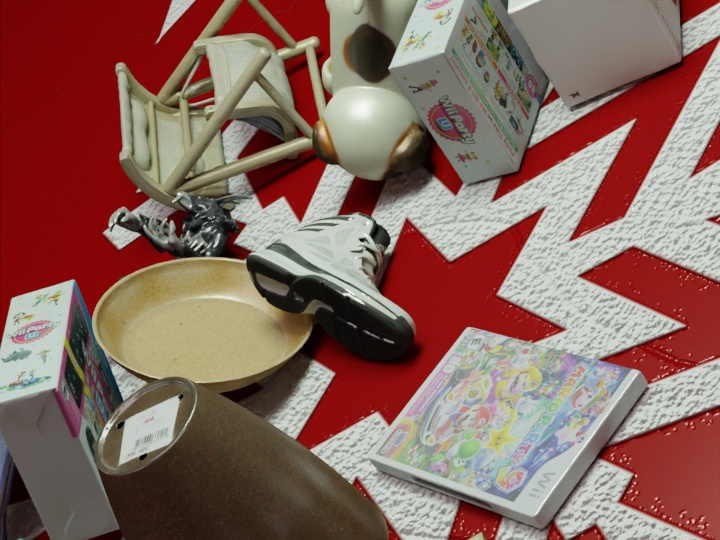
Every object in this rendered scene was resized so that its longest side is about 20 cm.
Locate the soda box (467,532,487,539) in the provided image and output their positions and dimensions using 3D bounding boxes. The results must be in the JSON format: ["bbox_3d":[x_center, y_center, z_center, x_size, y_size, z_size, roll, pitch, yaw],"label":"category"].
[{"bbox_3d":[0.085,0.273,1.332,0.067,0.064,0.201,-30,34,12],"label":"soda box"}]

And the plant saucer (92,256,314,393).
[{"bbox_3d":[-0.140,0.056,1.785,0.198,0.036,0.201,1,32,-1],"label":"plant saucer"}]

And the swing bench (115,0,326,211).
[{"bbox_3d":[-0.144,-0.174,2.060,0.199,0.130,0.200,-34,33,16],"label":"swing bench"}]

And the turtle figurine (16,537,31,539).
[{"bbox_3d":[-0.295,0.289,1.647,0.148,0.102,0.200,-8,13,-17],"label":"turtle figurine"}]

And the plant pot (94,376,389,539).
[{"bbox_3d":[-0.106,0.180,1.508,0.186,0.200,0.188,-25,35,19],"label":"plant pot"}]

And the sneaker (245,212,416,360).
[{"bbox_3d":[0.000,0.000,1.747,0.115,0.076,0.200,-38,42,-25],"label":"sneaker"}]

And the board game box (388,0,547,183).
[{"bbox_3d":[0.111,-0.205,1.824,0.064,0.148,0.201,-12,40,33],"label":"board game box"}]

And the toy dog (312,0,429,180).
[{"bbox_3d":[0.025,-0.185,1.870,0.138,0.202,0.194,7,1,3],"label":"toy dog"}]

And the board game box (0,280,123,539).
[{"bbox_3d":[-0.258,0.121,1.732,0.064,0.149,0.200,-17,26,3],"label":"board game box"}]

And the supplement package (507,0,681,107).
[{"bbox_3d":[0.217,-0.270,1.825,0.119,0.122,0.201,-21,37,24],"label":"supplement package"}]

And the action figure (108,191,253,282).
[{"bbox_3d":[-0.191,-0.018,1.933,0.201,0.102,0.118,-54,24,-21],"label":"action figure"}]

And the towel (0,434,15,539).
[{"bbox_3d":[-0.320,0.143,1.849,0.024,0.146,0.201,8,35,-11],"label":"towel"}]

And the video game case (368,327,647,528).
[{"bbox_3d":[0.111,0.117,1.544,0.199,0.018,0.143,13,58,51],"label":"video game case"}]
